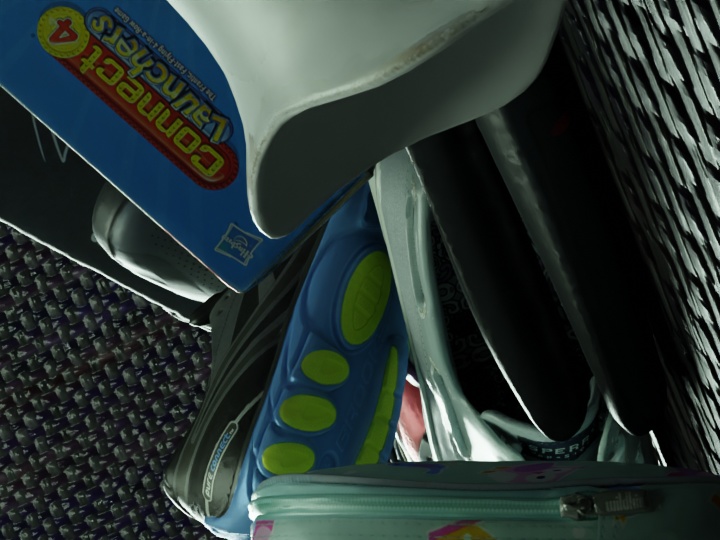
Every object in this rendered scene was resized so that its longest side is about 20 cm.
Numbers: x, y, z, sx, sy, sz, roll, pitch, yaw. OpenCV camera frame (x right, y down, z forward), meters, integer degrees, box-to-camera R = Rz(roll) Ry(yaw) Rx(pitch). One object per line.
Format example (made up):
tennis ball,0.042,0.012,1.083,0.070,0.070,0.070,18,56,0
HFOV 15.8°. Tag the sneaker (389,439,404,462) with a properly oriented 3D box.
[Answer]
sneaker,0.027,0.112,1.417,0.203,0.146,0.077,-119,6,-58

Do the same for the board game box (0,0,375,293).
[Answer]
board game box,-0.075,-0.113,0.779,0.200,0.056,0.196,42,-158,-11

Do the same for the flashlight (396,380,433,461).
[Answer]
flashlight,-0.011,0.033,1.176,0.199,0.068,0.068,27,171,25

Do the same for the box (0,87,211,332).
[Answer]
box,-0.099,-0.096,0.967,0.199,0.148,0.104,30,-162,-25

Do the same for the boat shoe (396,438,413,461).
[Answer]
boat shoe,0.041,0.042,1.217,0.062,0.072,0.201,53,-162,-79

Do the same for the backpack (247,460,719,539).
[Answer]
backpack,0.024,0.126,0.658,0.176,0.199,0.154,64,-163,-78

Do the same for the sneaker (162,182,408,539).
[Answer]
sneaker,-0.013,-0.001,0.862,0.071,0.082,0.200,45,-124,-38

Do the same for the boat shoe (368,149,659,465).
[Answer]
boat shoe,0.050,0.036,0.800,0.072,0.070,0.202,-109,-1,-66

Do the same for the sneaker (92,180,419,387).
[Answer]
sneaker,0.000,0.000,0.933,0.199,0.075,0.088,8,-148,-42

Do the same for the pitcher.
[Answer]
pitcher,-0.023,-0.122,0.495,0.201,0.121,0.172,58,155,1

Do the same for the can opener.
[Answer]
can opener,0.035,-0.040,0.696,0.063,0.079,0.201,-9,113,48
